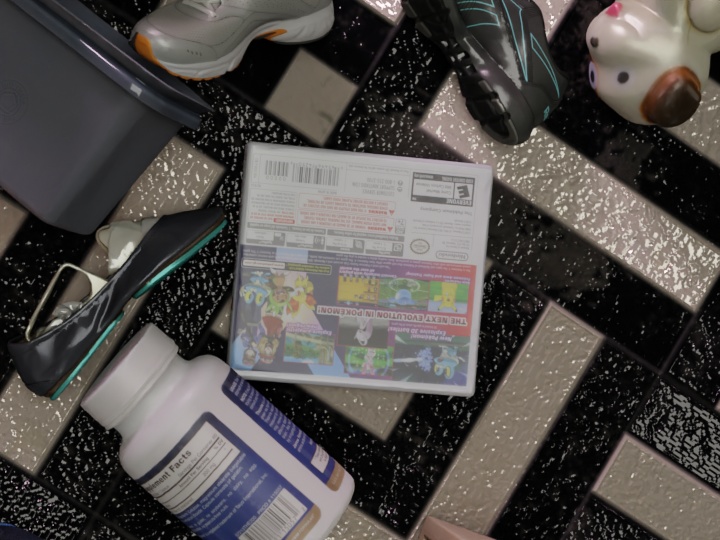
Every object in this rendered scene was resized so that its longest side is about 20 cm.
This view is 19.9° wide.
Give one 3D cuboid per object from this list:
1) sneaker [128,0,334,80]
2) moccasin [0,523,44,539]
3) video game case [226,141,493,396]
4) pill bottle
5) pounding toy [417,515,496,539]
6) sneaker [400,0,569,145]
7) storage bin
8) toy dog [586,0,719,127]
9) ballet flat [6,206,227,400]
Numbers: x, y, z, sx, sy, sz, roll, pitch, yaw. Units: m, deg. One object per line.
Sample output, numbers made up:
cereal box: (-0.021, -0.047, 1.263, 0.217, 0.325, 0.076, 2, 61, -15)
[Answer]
sneaker: (-0.091, -0.208, 1.512, 0.075, 0.093, 0.199, 34, 39, 25)
moccasin: (-0.212, 0.265, 1.549, 0.199, 0.068, 0.081, 30, 86, -10)
video game case: (0.000, 0.000, 1.608, 0.198, 0.023, 0.184, 5, 90, -11)
pill bottle: (-0.110, 0.136, 1.544, 0.200, 0.111, 0.111, 42, 84, -9)
pounding toy: (0.102, 0.307, 1.542, 0.141, 0.200, 0.186, 20, 88, -10)
sneaker: (0.091, -0.198, 1.604, 0.079, 0.075, 0.201, -37, 105, -19)
storage bin: (-0.227, -0.126, 1.505, 0.200, 0.145, 0.135, 39, 96, 16)
toy dog: (0.254, -0.207, 1.608, 0.200, 0.139, 0.194, -48, 135, -8)
ballet flat: (-0.190, 0.008, 1.551, 0.200, 0.073, 0.073, -45, 98, -4)
